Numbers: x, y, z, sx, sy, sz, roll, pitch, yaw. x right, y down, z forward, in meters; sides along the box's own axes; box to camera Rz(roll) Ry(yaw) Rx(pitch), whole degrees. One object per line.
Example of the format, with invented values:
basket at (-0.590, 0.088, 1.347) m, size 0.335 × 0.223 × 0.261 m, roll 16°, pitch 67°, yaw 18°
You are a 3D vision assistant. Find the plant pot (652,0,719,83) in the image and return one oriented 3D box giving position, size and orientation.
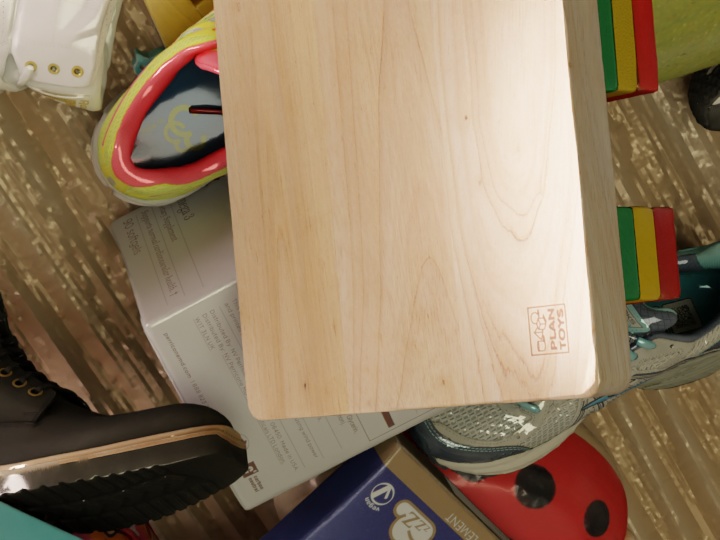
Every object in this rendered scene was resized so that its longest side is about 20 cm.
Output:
plant pot at (0.145, -0.165, 0.827) m, size 0.184 × 0.200 × 0.201 m, roll -27°, pitch 112°, yaw -24°

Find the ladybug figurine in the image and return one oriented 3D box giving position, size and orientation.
ladybug figurine at (0.055, 0.126, 0.997) m, size 0.200 × 0.072 × 0.136 m, roll 11°, pitch 105°, yaw -15°

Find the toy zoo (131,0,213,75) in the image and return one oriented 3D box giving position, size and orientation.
toy zoo at (-0.027, -0.154, 0.918) m, size 0.200 × 0.020 × 0.131 m, roll -35°, pitch 111°, yaw 1°

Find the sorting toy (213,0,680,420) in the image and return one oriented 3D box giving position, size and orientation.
sorting toy at (0.034, -0.047, 0.760) m, size 0.070 × 0.199 × 0.200 m, roll -2°, pitch 86°, yaw -41°

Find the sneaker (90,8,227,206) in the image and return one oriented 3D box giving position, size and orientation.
sneaker at (-0.039, -0.095, 0.869) m, size 0.200 × 0.090 × 0.078 m, roll -43°, pitch 96°, yaw 4°

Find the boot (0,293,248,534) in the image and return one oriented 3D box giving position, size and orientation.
boot at (-0.152, 0.048, 0.870) m, size 0.200 × 0.138 × 0.077 m, roll -11°, pitch 155°, yaw 15°

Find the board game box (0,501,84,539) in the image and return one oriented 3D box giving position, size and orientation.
board game box at (-0.111, 0.190, 0.866) m, size 0.200 × 0.047 × 0.151 m, roll 28°, pitch 137°, yaw -13°

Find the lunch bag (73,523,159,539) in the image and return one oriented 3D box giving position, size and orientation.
lunch bag at (-0.180, 0.198, 0.965) m, size 0.200 × 0.082 × 0.176 m, roll -29°, pitch 113°, yaw -5°

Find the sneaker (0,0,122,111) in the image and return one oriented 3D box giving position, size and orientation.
sneaker at (-0.177, -0.088, 0.872) m, size 0.116 × 0.074 × 0.200 m, roll 31°, pitch 98°, yaw -7°

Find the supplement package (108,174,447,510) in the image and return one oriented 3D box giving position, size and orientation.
supplement package at (0.000, 0.000, 0.915) m, size 0.200 × 0.117 × 0.117 m, roll -27°, pitch 119°, yaw -2°

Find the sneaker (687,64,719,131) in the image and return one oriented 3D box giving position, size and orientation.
sneaker at (0.261, -0.109, 0.965) m, size 0.200 × 0.074 × 0.080 m, roll -24°, pitch 113°, yaw -3°

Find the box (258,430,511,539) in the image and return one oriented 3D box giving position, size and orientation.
box at (-0.020, 0.180, 0.938) m, size 0.200 × 0.032 × 0.121 m, roll -42°, pitch 118°, yaw 5°

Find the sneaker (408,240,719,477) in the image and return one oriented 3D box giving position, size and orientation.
sneaker at (0.111, 0.032, 0.951) m, size 0.200 × 0.086 × 0.078 m, roll -24°, pitch 71°, yaw -20°
